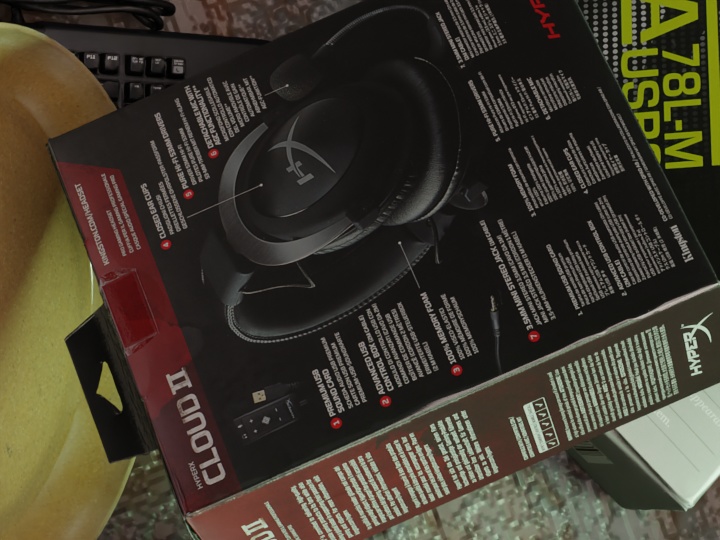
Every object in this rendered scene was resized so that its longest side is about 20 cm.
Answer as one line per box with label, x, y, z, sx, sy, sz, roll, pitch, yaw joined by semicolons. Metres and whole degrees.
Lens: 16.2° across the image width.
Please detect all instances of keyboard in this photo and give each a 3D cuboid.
keyboard;-0.117;-0.068;0.897;0.199;0.040;0.105;1;83;-26

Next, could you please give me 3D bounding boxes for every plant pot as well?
plant pot;-0.131;0.018;0.839;0.027;0.200;0.201;3;83;29

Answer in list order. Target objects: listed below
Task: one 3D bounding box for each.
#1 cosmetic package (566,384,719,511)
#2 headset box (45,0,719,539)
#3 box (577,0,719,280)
cosmetic package;0.141;-0.014;0.958;0.107;0.090;0.200;43;80;-6
headset box;0.000;0.000;0.820;0.199;0.077;0.149;-25;61;1
box;0.107;-0.059;0.893;0.192;0.048;0.201;-4;62;14
